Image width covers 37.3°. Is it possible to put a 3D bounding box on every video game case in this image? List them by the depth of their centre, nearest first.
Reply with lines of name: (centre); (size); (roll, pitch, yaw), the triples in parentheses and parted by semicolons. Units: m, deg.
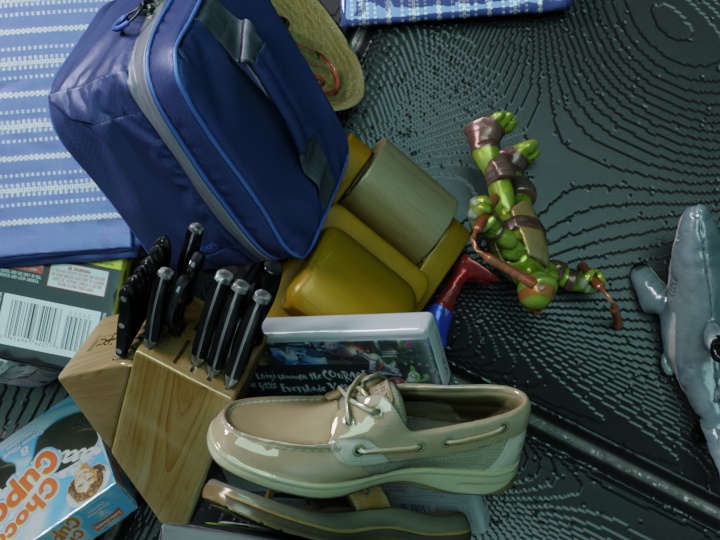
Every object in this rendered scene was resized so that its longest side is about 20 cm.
video game case: (-0.022, 0.109, 0.743); (0.196, 0.184, 0.023); (-3, 35, 24)
video game case: (-0.257, -0.033, 0.759); (0.196, 0.026, 0.185); (11, 85, -1)

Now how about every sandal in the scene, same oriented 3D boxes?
sandal: (-0.012, 0.145, 0.684); (0.197, 0.080, 0.055); (13, 78, -30)

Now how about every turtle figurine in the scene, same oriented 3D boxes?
turtle figurine: (0.127, -0.029, 0.816); (0.064, 0.198, 0.164); (-31, 52, 34)

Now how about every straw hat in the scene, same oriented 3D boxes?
straw hat: (-0.098, -0.173, 0.859); (0.202, 0.200, 0.085); (49, 124, 10)

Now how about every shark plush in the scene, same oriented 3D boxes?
shark plush: (0.252, 0.058, 0.803); (0.089, 0.083, 0.204); (6, 79, 3)

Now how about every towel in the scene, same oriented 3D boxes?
towel: (-0.225, -0.105, 0.741); (0.142, 0.024, 0.205); (-5, 87, -1)
towel: (0.078, -0.283, 0.909); (0.195, 0.024, 0.148); (-4, 80, 3)

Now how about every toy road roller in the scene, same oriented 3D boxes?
toy road roller: (0.000, 0.000, 0.782); (0.122, 0.146, 0.202); (37, 79, -11)

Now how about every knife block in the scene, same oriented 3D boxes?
knife block: (-0.096, 0.072, 0.687); (0.173, 0.064, 0.202); (-11, 120, 30)

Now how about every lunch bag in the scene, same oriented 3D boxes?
lunch bag: (-0.097, -0.104, 0.702); (0.130, 0.201, 0.137); (-8, 45, 28)

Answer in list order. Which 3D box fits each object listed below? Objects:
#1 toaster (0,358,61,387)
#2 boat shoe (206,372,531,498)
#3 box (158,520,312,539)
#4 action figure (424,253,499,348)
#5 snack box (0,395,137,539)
toaster: (-0.300, 0.011, 0.821); (0.196, 0.114, 0.132); (14, 81, 1)
boat shoe: (0.007, 0.092, 0.644); (0.196, 0.073, 0.066); (6, 119, -11)
box: (-0.055, 0.241, 0.719); (0.145, 0.200, 0.127); (6, 78, 4)
action figure: (0.042, 0.086, 0.813); (0.051, 0.065, 0.202); (34, 85, -5)
snack box: (-0.268, 0.186, 0.791); (0.198, 0.037, 0.116); (-35, 41, -5)
